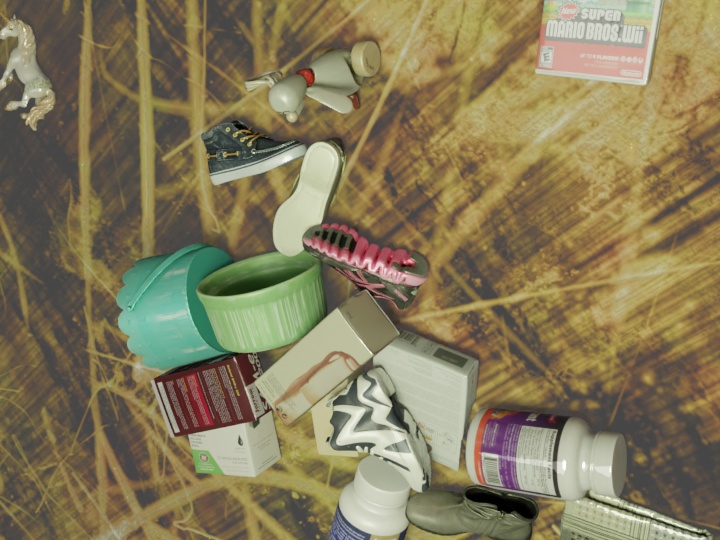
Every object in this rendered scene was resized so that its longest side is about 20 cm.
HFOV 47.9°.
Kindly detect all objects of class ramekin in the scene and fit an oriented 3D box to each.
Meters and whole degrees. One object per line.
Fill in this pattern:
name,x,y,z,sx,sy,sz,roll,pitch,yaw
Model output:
ramekin,-0.145,0.047,1.256,0.198,0.200,0.099,-2,110,32

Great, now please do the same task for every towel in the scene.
towel,0.373,0.413,1.133,0.198,0.034,0.194,13,113,27

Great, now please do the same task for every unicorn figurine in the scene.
unicorn figurine,-0.637,-0.377,1.524,0.137,0.074,0.200,-37,97,24

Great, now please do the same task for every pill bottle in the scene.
pill bottle,0.254,0.253,1.108,0.198,0.111,0.113,1,104,32
pill bottle,0.016,0.403,1.296,0.119,0.119,0.202,25,116,24

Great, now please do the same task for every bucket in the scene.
bucket,-0.286,0.058,1.345,0.134,0.207,0.209,-12,97,24

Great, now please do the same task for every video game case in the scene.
video game case,0.292,-0.333,0.975,0.142,0.017,0.202,14,111,29

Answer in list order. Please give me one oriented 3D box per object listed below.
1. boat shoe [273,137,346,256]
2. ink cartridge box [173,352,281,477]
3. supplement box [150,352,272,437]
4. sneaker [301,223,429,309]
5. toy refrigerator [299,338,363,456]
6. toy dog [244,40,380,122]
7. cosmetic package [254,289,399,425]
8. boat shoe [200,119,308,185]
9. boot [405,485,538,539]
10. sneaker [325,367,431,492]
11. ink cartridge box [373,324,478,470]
boat shoe,-0.075,-0.112,1.244,0.072,0.060,0.203,29,119,6
ink cartridge box,-0.236,0.251,1.433,0.145,0.084,0.202,-6,101,32
supplement box,-0.246,0.203,1.340,0.199,0.061,0.110,-16,95,33
sneaker,0.000,0.000,1.209,0.198,0.079,0.096,22,131,9
toy refrigerator,-0.036,0.190,1.302,0.075,0.070,0.202,-3,103,26
toy dog,-0.051,-0.248,1.131,0.131,0.199,0.097,21,135,52
cosmetic package,-0.050,0.130,1.194,0.200,0.103,0.087,-43,82,30
boat shoe,-0.174,-0.197,1.273,0.199,0.071,0.092,-10,103,36
boot,0.158,0.339,1.174,0.198,0.068,0.131,7,146,15
sneaker,0.017,0.259,1.227,0.129,0.080,0.200,-25,103,18
ink cartridge box,0.095,0.194,1.245,0.161,0.057,0.201,20,134,26
